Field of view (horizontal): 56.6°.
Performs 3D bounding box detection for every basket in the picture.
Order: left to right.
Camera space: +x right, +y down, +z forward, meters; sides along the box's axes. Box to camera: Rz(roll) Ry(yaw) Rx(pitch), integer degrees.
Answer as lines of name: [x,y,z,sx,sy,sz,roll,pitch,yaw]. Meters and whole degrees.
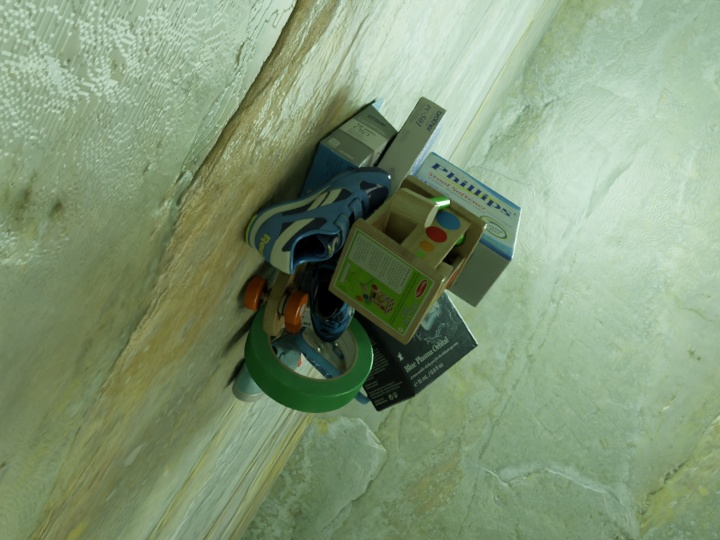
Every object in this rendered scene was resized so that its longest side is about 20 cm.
basket: [-0.038,0.143,1.250,0.139,0.176,0.200,-41,-168,22]

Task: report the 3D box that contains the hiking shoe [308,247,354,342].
hiking shoe: [-0.050,0.045,0.971,0.201,0.074,0.087,101,14,-45]

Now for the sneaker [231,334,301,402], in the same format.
sneaker: [-0.153,0.159,1.211,0.082,0.074,0.200,-60,174,32]

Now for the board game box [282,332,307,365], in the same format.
board game box: [-0.094,0.096,1.433,0.200,0.046,0.152,-55,172,-21]

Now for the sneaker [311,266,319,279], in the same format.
sneaker: [0.000,0.000,1.048,0.085,0.078,0.200,-27,-168,-28]

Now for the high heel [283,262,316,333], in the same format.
high heel: [-0.054,0.045,1.205,0.199,0.071,0.143,-4,128,-41]

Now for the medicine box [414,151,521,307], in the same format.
medicine box: [0.143,-0.071,1.043,0.103,0.182,0.200,-57,-179,33]

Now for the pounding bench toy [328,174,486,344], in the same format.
pounding bench toy: [0.074,-0.045,0.829,0.156,0.124,0.200,-45,165,-42]

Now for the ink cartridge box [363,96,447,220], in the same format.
ink cartridge box: [0.049,-0.138,0.943,0.201,0.044,0.094,-58,175,-9]

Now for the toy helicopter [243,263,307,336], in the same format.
toy helicopter: [-0.094,0.005,0.984,0.132,0.079,0.201,92,17,-63]

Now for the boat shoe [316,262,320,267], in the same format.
boat shoe: [-0.048,-0.010,1.249,0.201,0.072,0.076,-60,160,19]

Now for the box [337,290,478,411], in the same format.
box: [0.072,0.108,1.192,0.196,0.201,0.117,-29,175,-41]

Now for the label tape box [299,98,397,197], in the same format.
label tape box: [-0.009,-0.144,0.950,0.200,0.066,0.144,-47,167,-50]

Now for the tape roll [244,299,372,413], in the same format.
tape roll: [-0.080,0.127,1.056,0.200,0.200,0.048,-49,169,-49]

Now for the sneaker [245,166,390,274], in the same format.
sneaker: [-0.036,-0.058,0.812,0.199,0.082,0.074,-30,146,-21]
